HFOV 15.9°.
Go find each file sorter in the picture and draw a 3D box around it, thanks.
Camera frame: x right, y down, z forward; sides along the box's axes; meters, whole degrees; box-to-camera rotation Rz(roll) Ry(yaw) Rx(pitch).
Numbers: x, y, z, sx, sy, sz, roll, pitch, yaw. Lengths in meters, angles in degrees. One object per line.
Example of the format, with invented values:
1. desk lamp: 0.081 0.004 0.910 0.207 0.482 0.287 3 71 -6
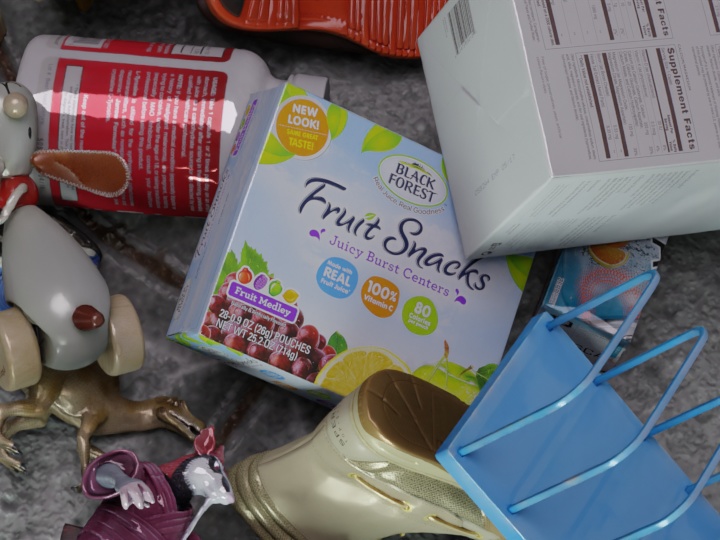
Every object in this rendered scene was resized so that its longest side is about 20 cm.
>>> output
1. file sorter: 0.173 0.121 1.523 0.200 0.122 0.139 49 46 -10

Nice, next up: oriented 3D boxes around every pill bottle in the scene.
1. pill bottle: -0.122 -0.092 1.689 0.198 0.112 0.113 5 67 3

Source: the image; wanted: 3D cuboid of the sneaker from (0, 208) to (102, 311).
1. sneaker: -0.260 0.020 1.671 0.199 0.090 0.079 -19 33 -24

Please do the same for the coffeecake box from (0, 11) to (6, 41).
1. coffeecake box: -0.310 -0.120 1.682 0.073 0.154 0.201 18 68 9

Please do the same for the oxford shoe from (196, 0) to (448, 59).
1. oxford shoe: -0.014 -0.181 1.750 0.198 0.072 0.072 9 84 -17

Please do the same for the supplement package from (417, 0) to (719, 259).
1. supplement package: 0.163 -0.110 1.576 0.198 0.152 0.152 -7 75 -20

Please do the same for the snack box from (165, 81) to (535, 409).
1. snack box: 0.000 0.000 1.613 0.199 0.068 0.170 25 76 -22

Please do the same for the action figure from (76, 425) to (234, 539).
1. action figure: -0.142 0.174 1.522 0.148 0.134 0.200 -3 39 47

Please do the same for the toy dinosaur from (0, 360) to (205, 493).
1. toy dinosaur: -0.200 0.075 1.642 0.199 0.058 0.102 32 69 -14

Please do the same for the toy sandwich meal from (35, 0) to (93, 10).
1. toy sandwich meal: -0.131 -0.230 1.737 0.205 0.205 0.070 -38 110 -14

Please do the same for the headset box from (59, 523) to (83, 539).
1. headset box: -0.101 0.253 1.561 0.198 0.077 0.150 12 67 8

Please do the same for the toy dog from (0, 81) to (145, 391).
1. toy dog: -0.194 -0.020 1.581 0.132 0.096 0.201 -36 93 -28

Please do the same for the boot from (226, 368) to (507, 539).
1. boot: 0.031 0.143 1.590 0.199 0.155 0.073 27 48 -32

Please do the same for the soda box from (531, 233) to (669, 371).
1. soda box: 0.173 -0.041 1.682 0.063 0.068 0.201 21 69 1
